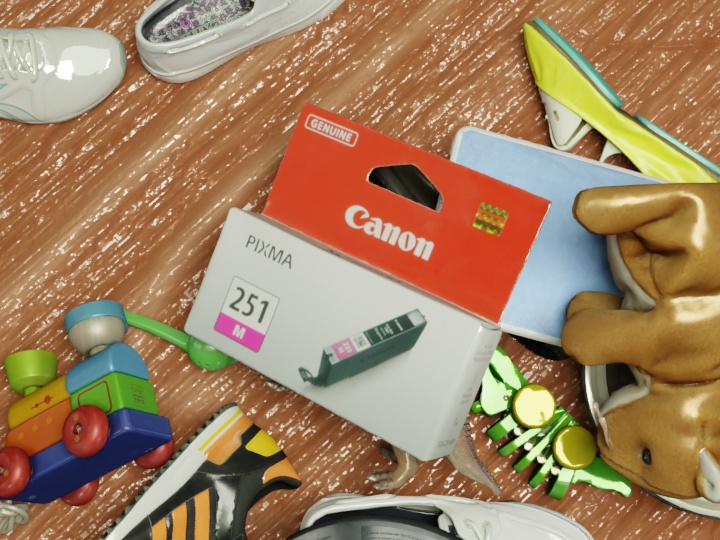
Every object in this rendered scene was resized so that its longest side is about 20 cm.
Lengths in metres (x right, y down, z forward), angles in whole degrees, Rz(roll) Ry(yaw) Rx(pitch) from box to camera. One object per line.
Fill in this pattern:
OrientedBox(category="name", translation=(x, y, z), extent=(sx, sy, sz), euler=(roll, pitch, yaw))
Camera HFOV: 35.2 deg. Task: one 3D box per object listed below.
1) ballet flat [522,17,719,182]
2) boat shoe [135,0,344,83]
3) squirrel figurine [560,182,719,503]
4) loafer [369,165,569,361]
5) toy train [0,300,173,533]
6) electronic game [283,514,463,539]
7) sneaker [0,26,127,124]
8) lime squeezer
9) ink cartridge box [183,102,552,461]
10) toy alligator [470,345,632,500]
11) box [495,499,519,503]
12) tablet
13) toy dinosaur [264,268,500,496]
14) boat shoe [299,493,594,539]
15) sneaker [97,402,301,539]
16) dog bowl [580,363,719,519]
OrientedBox(category="ballet flat", translation=(0.182, -0.101, 0.839), extent=(0.200, 0.067, 0.067), euler=(41, 105, 4))
OrientedBox(category="boat shoe", translation=(-0.081, -0.214, 0.852), extent=(0.200, 0.069, 0.072), euler=(-25, 82, -3))
OrientedBox(category="squirrel figurine", translation=(0.221, 0.043, 0.681), extent=(0.199, 0.142, 0.187), euler=(-3, 89, 7))
OrientedBox(category="loafer", translation=(0.090, -0.022, 0.825), extent=(0.200, 0.073, 0.071), euler=(43, 78, -2))
OrientedBox(category="toy train", translation=(-0.233, 0.110, 0.806), extent=(0.200, 0.085, 0.116), euler=(-28, 62, 20))
OrientedBox(category="electronic game", translation=(0.012, 0.248, 0.717), extent=(0.199, 0.042, 0.201), euler=(2, 104, 7))
OrientedBox(category="sneaker", translation=(-0.274, -0.147, 0.839), extent=(0.200, 0.080, 0.071), euler=(-8, 79, -2))
OrientedBox(category="lime squeezer", translation=(-0.089, 0.036, 0.836), extent=(0.199, 0.038, 0.071), euler=(-15, 50, -1))
OrientedBox(category="ink cartridge box", translation=(0.000, 0.000, 0.730), extent=(0.200, 0.044, 0.174), euler=(25, 98, 26))
OrientedBox(category="toy alligator", translation=(0.106, 0.100, 0.805), extent=(0.054, 0.059, 0.200), euler=(-44, 83, -6))
OrientedBox(category="box", translation=(0.052, 0.272, 0.785), extent=(0.158, 0.048, 0.201), euler=(-11, 81, -2))
OrientedBox(category="tablet", translation=(0.146, -0.012, 0.763), extent=(0.199, 0.014, 0.130), euler=(15, 80, -5))
OrientedBox(category="toy dinosaur", translation=(0.030, 0.063, 0.777), extent=(0.200, 0.086, 0.136), euler=(41, 103, 28))
OrientedBox(category="boat shoe", translation=(0.058, 0.184, 0.741), extent=(0.199, 0.065, 0.074), euler=(2, 80, 1))
OrientedBox(category="sneaker", translation=(-0.121, 0.187, 0.771), extent=(0.090, 0.070, 0.200), euler=(40, 64, 2))
OrientedBox(category="dog bowl", translation=(0.250, 0.073, 0.802), extent=(0.199, 0.074, 0.201), euler=(0, 82, 0))
